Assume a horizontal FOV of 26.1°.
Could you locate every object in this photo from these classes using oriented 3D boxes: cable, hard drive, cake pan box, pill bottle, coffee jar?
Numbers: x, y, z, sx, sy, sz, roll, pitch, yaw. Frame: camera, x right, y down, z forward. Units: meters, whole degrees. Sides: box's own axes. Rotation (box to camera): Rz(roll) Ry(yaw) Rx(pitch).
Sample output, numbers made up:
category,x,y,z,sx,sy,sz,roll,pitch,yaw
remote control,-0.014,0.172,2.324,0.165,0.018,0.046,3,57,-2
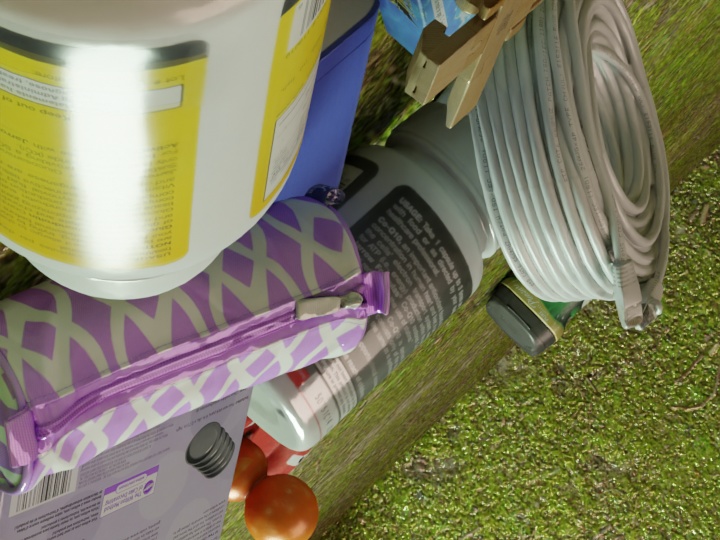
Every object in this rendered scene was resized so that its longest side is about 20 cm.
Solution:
category,x,y,z,sx,sy,sz,roll,pitch,yaw
cable,0.125,-0.080,0.905,0.069,0.201,0.200,-12,-157,25
hard drive,-0.053,-0.049,0.767,0.132,0.025,0.200,-42,169,-19
cake pan box,-0.141,0.136,0.787,0.200,0.052,0.186,-22,129,-54
pill bottle,0.000,0.000,0.917,0.200,0.114,0.114,-42,169,-17
pill bottle,-0.066,-0.065,0.422,0.112,0.112,0.200,-41,169,-21
coffee jar,0.258,0.012,1.993,0.200,0.104,0.085,-44,167,-5

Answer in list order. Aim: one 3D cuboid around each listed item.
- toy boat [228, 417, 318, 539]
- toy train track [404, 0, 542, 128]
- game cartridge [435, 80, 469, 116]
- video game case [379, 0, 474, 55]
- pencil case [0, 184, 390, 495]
category,x,y,z,sx,sy,sz,roll,pitch,yaw
toy boat,-0.082,0.139,1.072,0.131,0.131,0.200,-51,168,18
toy train track,0.072,-0.136,0.683,0.200,0.032,0.115,-43,164,-40
game cartridge,0.077,-0.098,1.066,0.200,0.040,0.133,-54,170,36
video game case,0.079,-0.188,0.703,0.181,0.045,0.200,-46,170,-1
pencil case,-0.083,0.031,0.686,0.199,0.085,0.085,-23,124,-32
